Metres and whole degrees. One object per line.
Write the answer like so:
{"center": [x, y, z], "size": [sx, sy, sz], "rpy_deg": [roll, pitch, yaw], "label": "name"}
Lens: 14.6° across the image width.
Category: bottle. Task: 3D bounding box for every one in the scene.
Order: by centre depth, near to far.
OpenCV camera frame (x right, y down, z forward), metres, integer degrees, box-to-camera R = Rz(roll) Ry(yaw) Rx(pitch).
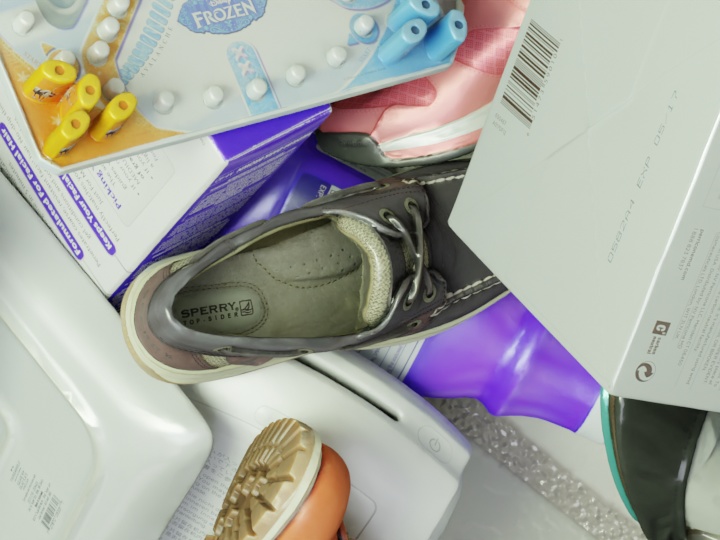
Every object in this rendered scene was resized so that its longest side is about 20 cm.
{"center": [0.030, 0.012, 1.249], "size": [0.199, 0.065, 0.084], "rpy_deg": [26, 111, -1], "label": "bottle"}

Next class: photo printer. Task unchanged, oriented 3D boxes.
{"center": [-0.049, 0.097, 1.268], "size": [0.166, 0.070, 0.200], "rpy_deg": [29, 139, -2], "label": "photo printer"}

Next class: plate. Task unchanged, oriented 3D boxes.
{"center": [-0.164, 0.060, 1.252], "size": [0.200, 0.032, 0.200], "rpy_deg": [49, 139, 15], "label": "plate"}

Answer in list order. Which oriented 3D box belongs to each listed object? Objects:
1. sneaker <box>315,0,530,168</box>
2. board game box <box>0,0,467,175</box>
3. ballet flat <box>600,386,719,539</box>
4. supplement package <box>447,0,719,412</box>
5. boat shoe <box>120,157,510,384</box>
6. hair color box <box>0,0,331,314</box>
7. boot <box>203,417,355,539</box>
{"center": [0.067, -0.108, 1.195], "size": [0.199, 0.074, 0.087], "rpy_deg": [-20, 99, 12], "label": "sneaker"}
{"center": [-0.072, -0.153, 1.095], "size": [0.026, 0.199, 0.201], "rpy_deg": [-36, 74, 55], "label": "board game box"}
{"center": [0.154, 0.105, 1.244], "size": [0.068, 0.068, 0.201], "rpy_deg": [8, 141, 22], "label": "ballet flat"}
{"center": [0.170, -0.038, 1.096], "size": [0.199, 0.151, 0.153], "rpy_deg": [10, 111, -29], "label": "supplement package"}
{"center": [0.000, 0.000, 1.167], "size": [0.199, 0.065, 0.072], "rpy_deg": [-14, 92, -17], "label": "boat shoe"}
{"center": [-0.100, -0.058, 1.181], "size": [0.110, 0.065, 0.200], "rpy_deg": [57, 145, 7], "label": "hair color box"}
{"center": [-0.018, 0.134, 1.188], "size": [0.107, 0.075, 0.200], "rpy_deg": [22, 147, 0], "label": "boot"}
